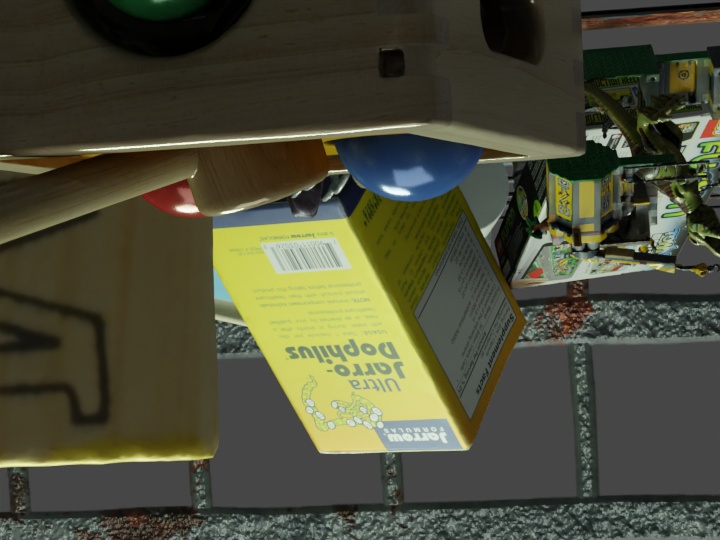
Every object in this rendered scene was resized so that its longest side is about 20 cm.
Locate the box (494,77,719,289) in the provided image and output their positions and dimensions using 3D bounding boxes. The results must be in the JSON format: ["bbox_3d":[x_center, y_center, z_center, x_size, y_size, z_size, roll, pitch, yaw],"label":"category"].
[{"bbox_3d":[0.150,-0.053,1.666,0.110,0.035,0.200,-8,155,-13],"label":"box"}]

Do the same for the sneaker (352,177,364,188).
[{"bbox_3d":[0.046,-0.082,1.484,0.108,0.070,0.200,-1,176,9],"label":"sneaker"}]

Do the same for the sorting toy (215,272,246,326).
[{"bbox_3d":[-0.049,-0.012,1.920,0.185,0.037,0.200,13,147,13],"label":"sorting toy"}]

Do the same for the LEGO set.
[{"bbox_3d":[0.175,-0.040,1.501,0.200,0.116,0.154,-10,-144,-9],"label":"LEGO set"}]

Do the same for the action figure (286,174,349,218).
[{"bbox_3d":[0.004,-0.082,1.303,0.130,0.070,0.200,19,161,-26],"label":"action figure"}]

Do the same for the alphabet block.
[{"bbox_3d":[-0.169,-0.016,1.238,0.196,0.200,0.195,-2,178,-9],"label":"alphabet block"}]

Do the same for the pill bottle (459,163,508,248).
[{"bbox_3d":[0.028,-0.019,2.008,0.114,0.115,0.200,-1,154,-21],"label":"pill bottle"}]

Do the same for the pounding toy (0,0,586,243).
[{"bbox_3d":[-0.049,-0.062,0.836,0.184,0.143,0.200,-3,178,20],"label":"pounding toy"}]

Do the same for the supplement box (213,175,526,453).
[{"bbox_3d":[0.000,0.000,1.683,0.109,0.200,0.109,-4,-139,32],"label":"supplement box"}]

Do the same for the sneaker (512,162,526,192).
[{"bbox_3d":[0.151,-0.076,1.807,0.073,0.071,0.200,-9,177,23],"label":"sneaker"}]
